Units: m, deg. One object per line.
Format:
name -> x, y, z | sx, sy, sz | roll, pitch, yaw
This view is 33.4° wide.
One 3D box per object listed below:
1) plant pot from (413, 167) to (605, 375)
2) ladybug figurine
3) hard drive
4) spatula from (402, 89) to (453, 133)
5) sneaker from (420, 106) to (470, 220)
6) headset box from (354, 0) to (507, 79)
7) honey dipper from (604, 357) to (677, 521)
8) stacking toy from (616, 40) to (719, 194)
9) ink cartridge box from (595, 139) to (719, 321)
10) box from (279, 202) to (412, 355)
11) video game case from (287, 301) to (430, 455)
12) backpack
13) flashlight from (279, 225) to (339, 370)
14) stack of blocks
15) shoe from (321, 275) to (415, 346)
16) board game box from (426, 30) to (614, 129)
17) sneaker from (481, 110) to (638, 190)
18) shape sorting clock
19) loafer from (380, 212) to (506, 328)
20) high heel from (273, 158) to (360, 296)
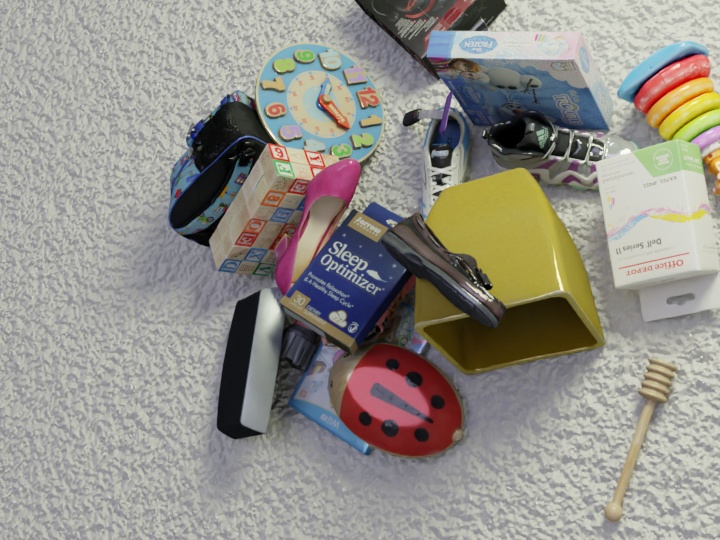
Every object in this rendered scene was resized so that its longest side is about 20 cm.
plant pot -> 0.181, -0.009, 1.506 | 0.193, 0.194, 0.203 | -13, 63, 21
ladybug figurine -> 0.044, 0.167, 1.557 | 0.198, 0.072, 0.137 | 23, 85, 16
hard drive -> -0.152, 0.127, 1.656 | 0.135, 0.042, 0.203 | -22, 57, 62
spatula -> 0.091, -0.212, 1.634 | 0.200, 0.020, 0.057 | -167, 90, -71
sneaker -> 0.112, -0.127, 1.639 | 0.071, 0.072, 0.203 | -3, 74, 22
headset box -> 0.102, -0.385, 1.726 | 0.149, 0.075, 0.200 | -47, 61, 5
honey dipper -> 0.334, 0.206, 1.450 | 0.038, 0.038, 0.202 | 18, 86, 28
stacking toy -> 0.423, -0.178, 1.503 | 0.116, 0.109, 0.202 | -36, 72, 27
ink cartridge box -> 0.365, -0.045, 1.463 | 0.116, 0.067, 0.203 | -15, 79, 37
box -> 0.000, 0.000, 1.569 | 0.120, 0.033, 0.201 | 29, 69, 25
video game case -> 0.004, 0.129, 1.636 | 0.142, 0.018, 0.202 | 28, 87, 29
backpack -> -0.186, -0.132, 1.728 | 0.200, 0.182, 0.135 | -41, 52, 21
flashlight -> -0.062, 0.034, 1.665 | 0.067, 0.068, 0.202 | 28, 79, -15
stack of blocks -> -0.116, -0.078, 1.669 | 0.200, 0.114, 0.059 | -52, 44, 37
shoe -> 0.032, 0.037, 1.602 | 0.197, 0.072, 0.092 | -16, 64, -3
board game box -> 0.210, -0.245, 1.557 | 0.197, 0.200, 0.044 | 5, 73, 26
sneaker -> 0.251, -0.161, 1.544 | 0.197, 0.140, 0.079 | 0, 73, 25
shape sorting clock -> -0.055, -0.237, 1.706 | 0.039, 0.198, 0.203 | -40, 52, 54
loafer -> 0.103, -0.008, 1.394 | 0.063, 0.072, 0.199 | -46, 49, -8
high heel -> -0.054, -0.053, 1.588 | 0.200, 0.067, 0.097 | -48, 38, 26
